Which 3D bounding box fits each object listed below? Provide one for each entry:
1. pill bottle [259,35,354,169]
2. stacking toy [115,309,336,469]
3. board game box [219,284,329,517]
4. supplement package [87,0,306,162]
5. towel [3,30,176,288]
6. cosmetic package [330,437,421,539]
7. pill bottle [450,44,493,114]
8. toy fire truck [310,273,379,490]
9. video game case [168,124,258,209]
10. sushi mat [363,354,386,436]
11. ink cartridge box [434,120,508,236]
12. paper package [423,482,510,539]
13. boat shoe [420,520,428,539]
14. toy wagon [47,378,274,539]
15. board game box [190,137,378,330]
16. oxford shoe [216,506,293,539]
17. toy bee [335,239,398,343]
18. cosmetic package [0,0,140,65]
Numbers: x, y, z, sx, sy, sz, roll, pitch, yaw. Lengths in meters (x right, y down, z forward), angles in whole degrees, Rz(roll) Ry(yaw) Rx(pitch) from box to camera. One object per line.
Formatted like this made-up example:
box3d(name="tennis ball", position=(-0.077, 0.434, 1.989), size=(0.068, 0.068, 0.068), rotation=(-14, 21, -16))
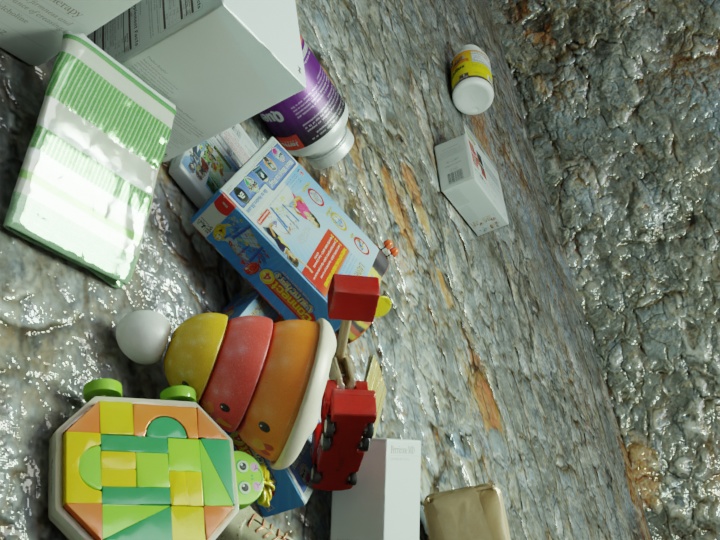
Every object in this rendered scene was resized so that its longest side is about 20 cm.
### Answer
box3d(name="pill bottle", position=(-0.091, -0.242, 1.317), size=(0.201, 0.111, 0.113), rotation=(53, 26, -33))
box3d(name="stacking toy", position=(-0.133, 0.089, 0.870), size=(0.197, 0.147, 0.147), rotation=(20, 37, -8))
box3d(name="board game box", position=(-0.097, 0.130, 1.036), size=(0.198, 0.055, 0.200), rotation=(63, 22, -12))
box3d(name="supplement package", position=(-0.184, -0.248, 0.990), size=(0.151, 0.198, 0.153), rotation=(37, 37, -52))
box3d(name="towel", position=(-0.247, -0.103, 0.873), size=(0.152, 0.023, 0.203), rotation=(37, 57, -51))
box3d(name="cosmetic package", position=(0.018, 0.294, 1.060), size=(0.101, 0.070, 0.204), rotation=(20, 69, -61))
box3d(name="pill bottle", position=(0.291, -0.508, 2.453), size=(0.110, 0.108, 0.202), rotation=(51, 27, -35))
box3d(name="toy fire truck", position=(-0.018, 0.118, 0.955), size=(0.202, 0.048, 0.143), rotation=(105, -15, -47))
box3d(name="video game case", position=(-0.155, -0.106, 1.165), size=(0.201, 0.022, 0.184), rotation=(54, 26, -33))
box3d(name="sushi mat", position=(0.002, 0.211, 1.155), size=(0.096, 0.012, 0.202), rotation=(72, 26, -48))
box3d(name="ink cartridge box", position=(0.250, -0.208, 2.114), size=(0.200, 0.083, 0.178), rotation=(44, 33, -46))
box3d(name="paper package", position=(0.146, 0.383, 1.204), size=(0.191, 0.102, 0.203), rotation=(65, 15, -78))
box3d(name="boat shoe", position=(0.070, 0.398, 1.164), size=(0.057, 0.066, 0.202), rotation=(46, 27, -32))
box3d(name="toy wagon", position=(-0.157, 0.170, 0.777), size=(0.197, 0.040, 0.157), rotation=(9, 56, -30))
box3d(name="board game box", position=(-0.080, -0.039, 1.084), size=(0.196, 0.056, 0.200), rotation=(47, 25, -9))
box3d(name="oxford shoe", position=(-0.099, 0.254, 0.890), size=(0.202, 0.073, 0.071), rotation=(60, 25, -11))
box3d(name="toy bee", position=(0.000, 0.000, 1.314), size=(0.130, 0.108, 0.203), rotation=(28, 45, -55))
box3d(name="cosmetic package", position=(-0.286, -0.324, 0.824), size=(0.167, 0.198, 0.169), rotation=(25, 47, -58))
